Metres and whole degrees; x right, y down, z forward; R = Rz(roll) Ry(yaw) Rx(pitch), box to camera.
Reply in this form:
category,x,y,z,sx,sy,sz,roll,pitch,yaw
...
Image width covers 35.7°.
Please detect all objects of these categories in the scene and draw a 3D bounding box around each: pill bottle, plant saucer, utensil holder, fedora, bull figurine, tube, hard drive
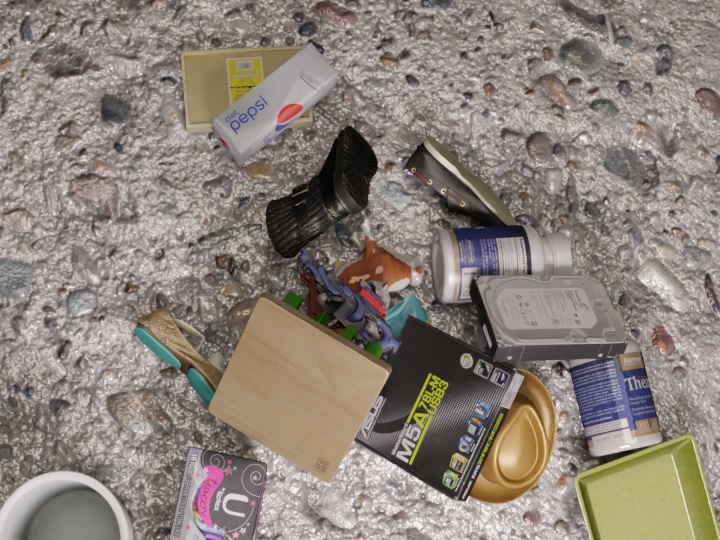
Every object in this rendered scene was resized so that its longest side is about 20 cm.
category,x,y,z,sx,sy,sz,roll,pitch,yaw
pill bottle,0.211,-0.011,1.677,0.196,0.111,0.113,-3,77,-8
plant saucer,0.415,0.360,1.633,0.197,0.048,0.203,-17,93,-12
utensil holder,-0.380,0.356,1.469,0.167,0.200,0.173,1,77,-6
pill bottle,0.371,0.166,1.655,0.109,0.111,0.203,-10,78,-9
fedora,0.215,0.244,1.603,0.197,0.082,0.204,-3,98,-20
bull figurine,0.000,0.000,1.672,0.198,0.065,0.123,-27,79,-13
tube,0.105,0.136,1.665,0.077,0.050,0.201,-32,79,-16
hard drive,0.265,0.065,1.584,0.196,0.038,0.141,1,43,-14

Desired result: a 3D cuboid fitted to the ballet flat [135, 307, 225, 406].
category,x,y,z,sx,sy,sz,roll,pitch,yaw
ballet flat,-0.236,0.128,1.613,0.200,0.071,0.065,45,61,1

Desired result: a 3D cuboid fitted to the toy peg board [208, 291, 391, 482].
category,x,y,z,sx,sy,sz,roll,pitch,yaw
toy peg board,-0.074,0.146,1.531,0.198,0.098,0.201,30,116,5

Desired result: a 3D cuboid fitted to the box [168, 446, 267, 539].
category,x,y,z,sx,sy,sz,roll,pitch,yaw
box,-0.198,0.355,1.527,0.113,0.132,0.203,11,76,-3

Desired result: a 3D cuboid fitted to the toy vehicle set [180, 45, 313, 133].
category,x,y,z,sx,sy,sz,roll,pitch,yaw
toy vehicle set,-0.177,-0.281,1.734,0.196,0.027,0.127,-4,77,-8

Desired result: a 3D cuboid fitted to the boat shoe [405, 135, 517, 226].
category,x,y,z,sx,sy,sz,roll,pitch,yaw
boat shoe,0.157,-0.119,1.724,0.201,0.074,0.063,40,110,-7

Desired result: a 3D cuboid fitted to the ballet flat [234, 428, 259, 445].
category,x,y,z,sx,sy,sz,roll,pitch,yaw
ballet flat,-0.083,0.221,1.609,0.196,0.069,0.071,-3,77,-8

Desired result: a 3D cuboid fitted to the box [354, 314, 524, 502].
category,x,y,z,sx,sy,sz,roll,pitch,yaw
box,0.107,0.193,1.582,0.191,0.047,0.202,26,90,30

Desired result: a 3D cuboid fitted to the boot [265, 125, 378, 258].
category,x,y,z,sx,sy,sz,roll,pitch,yaw
boot,-0.061,-0.122,1.682,0.157,0.212,0.080,-32,113,26

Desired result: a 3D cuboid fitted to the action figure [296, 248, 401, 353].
category,x,y,z,sx,sy,sz,roll,pitch,yaw
action figure,-0.042,0.072,1.608,0.193,0.105,0.201,-37,78,-7

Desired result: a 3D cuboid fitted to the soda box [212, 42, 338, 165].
category,x,y,z,sx,sy,sz,roll,pitch,yaw
soda box,-0.128,-0.250,1.685,0.199,0.063,0.068,-40,85,-14
